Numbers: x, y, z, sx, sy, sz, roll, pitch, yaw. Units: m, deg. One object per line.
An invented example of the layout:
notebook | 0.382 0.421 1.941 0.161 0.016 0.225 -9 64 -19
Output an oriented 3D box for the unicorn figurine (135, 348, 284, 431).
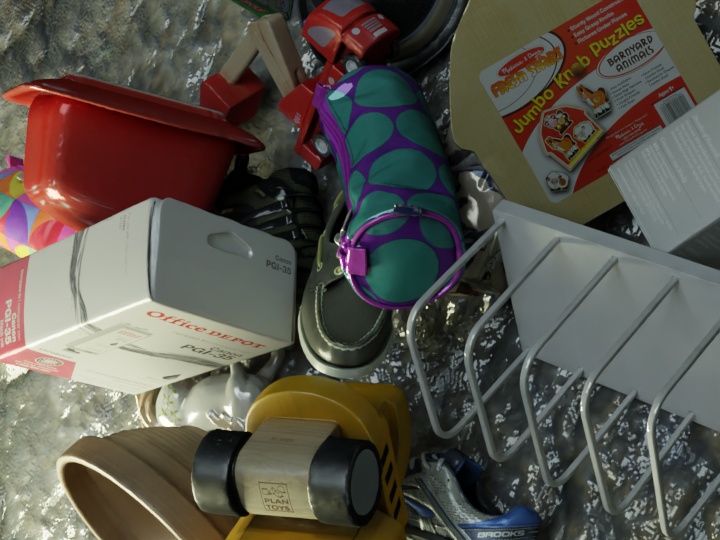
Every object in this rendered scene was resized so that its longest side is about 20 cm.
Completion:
unicorn figurine | -0.113 0.099 1.281 0.200 0.074 0.138 -18 68 47

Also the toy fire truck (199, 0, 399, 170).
toy fire truck | -0.054 -0.161 1.270 0.141 0.049 0.200 42 141 15

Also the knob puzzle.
knob puzzle | 0.151 -0.143 1.117 0.218 0.030 0.221 0 88 4

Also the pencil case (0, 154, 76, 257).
pencil case | -0.266 -0.036 1.411 0.199 0.088 0.089 24 91 35

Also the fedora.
fedora | 0.001 -0.256 1.278 0.200 0.091 0.202 -11 71 33

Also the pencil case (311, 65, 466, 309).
pencil case | 0.019 -0.065 1.125 0.200 0.092 0.085 -101 23 -52

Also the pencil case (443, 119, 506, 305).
pencil case | 0.101 -0.077 1.168 0.089 0.078 0.201 15 86 47

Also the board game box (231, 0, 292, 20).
board game box | -0.096 -0.332 1.343 0.029 0.134 0.201 1 78 35

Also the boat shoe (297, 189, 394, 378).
boat shoe | -0.003 -0.001 1.155 0.202 0.072 0.061 -79 0 -54

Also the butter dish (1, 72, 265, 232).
butter dish | -0.199 -0.070 1.271 0.200 0.198 0.149 -172 95 -70

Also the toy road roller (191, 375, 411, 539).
toy road roller | -0.018 0.164 1.084 0.122 0.146 0.201 1 119 26

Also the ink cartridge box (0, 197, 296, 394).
ink cartridge box | -0.166 0.025 1.201 0.199 0.146 0.083 -19 62 41

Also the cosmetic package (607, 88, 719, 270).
cosmetic package | 0.279 -0.080 1.029 0.200 0.107 0.090 -37 59 19

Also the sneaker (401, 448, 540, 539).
sneaker | 0.049 0.164 1.141 0.199 0.077 0.086 27 97 27

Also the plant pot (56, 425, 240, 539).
plant pot | -0.135 0.188 1.219 0.200 0.201 0.093 23 56 37

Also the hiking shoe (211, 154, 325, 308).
hiking shoe | -0.059 -0.032 1.269 0.200 0.076 0.101 29 97 38

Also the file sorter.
file sorter | 0.150 0.068 1.029 0.199 0.139 0.125 21 53 37
